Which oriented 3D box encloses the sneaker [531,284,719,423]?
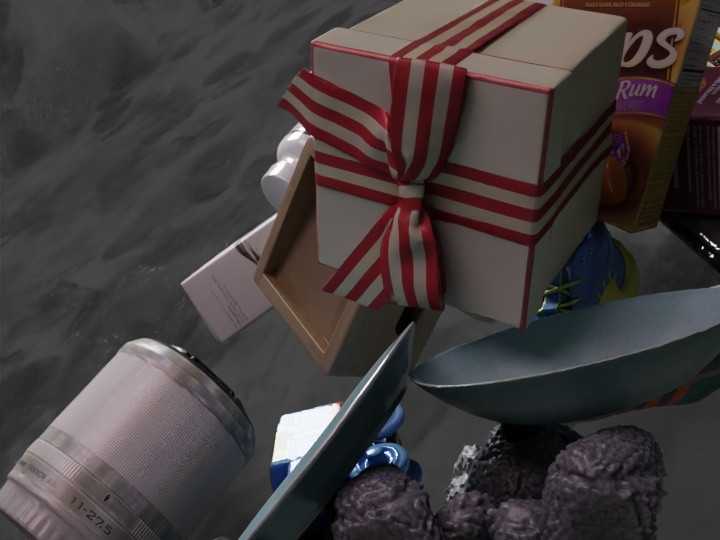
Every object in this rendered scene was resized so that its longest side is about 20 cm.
[{"bbox_3d":[0.193,0.069,0.617,0.198,0.080,0.072,-16,61,17],"label":"sneaker"}]

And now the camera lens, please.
[{"bbox_3d":[-0.204,0.176,0.801,0.159,0.161,0.200,4,47,50],"label":"camera lens"}]

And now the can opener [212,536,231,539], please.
[{"bbox_3d":[-0.054,0.258,0.626,0.078,0.064,0.200,-16,31,-25],"label":"can opener"}]

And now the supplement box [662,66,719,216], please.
[{"bbox_3d":[0.280,-0.109,0.732,0.198,0.087,0.110,10,37,39],"label":"supplement box"}]

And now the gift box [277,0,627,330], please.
[{"bbox_3d":[0.058,-0.079,0.611,0.198,0.187,0.187,12,33,27],"label":"gift box"}]

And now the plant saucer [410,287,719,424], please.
[{"bbox_3d":[0.129,0.053,0.514,0.198,0.039,0.201,-16,2,0],"label":"plant saucer"}]

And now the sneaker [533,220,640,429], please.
[{"bbox_3d":[0.150,0.033,0.693,0.075,0.106,0.201,-5,40,43],"label":"sneaker"}]

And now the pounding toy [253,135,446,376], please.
[{"bbox_3d":[0.000,0.000,0.842,0.184,0.141,0.202,47,121,43],"label":"pounding toy"}]

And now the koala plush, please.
[{"bbox_3d":[0.102,0.159,0.534,0.175,0.186,0.200,-13,12,18],"label":"koala plush"}]

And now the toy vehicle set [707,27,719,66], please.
[{"bbox_3d":[0.342,-0.181,0.895,0.123,0.027,0.201,-30,28,11],"label":"toy vehicle set"}]

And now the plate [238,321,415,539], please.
[{"bbox_3d":[-0.021,0.117,0.544,0.201,0.025,0.200,-51,-4,-5],"label":"plate"}]

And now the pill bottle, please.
[{"bbox_3d":[-0.041,-0.161,1.190,0.110,0.111,0.201,3,46,49],"label":"pill bottle"}]

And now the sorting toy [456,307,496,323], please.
[{"bbox_3d":[0.113,-0.069,0.880,0.200,0.107,0.179,-46,32,-20],"label":"sorting toy"}]

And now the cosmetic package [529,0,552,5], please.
[{"bbox_3d":[0.180,-0.189,0.868,0.112,0.201,0.082,27,68,15],"label":"cosmetic package"}]

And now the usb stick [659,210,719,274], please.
[{"bbox_3d":[0.281,-0.054,0.760,0.055,0.033,0.201,-26,28,4],"label":"usb stick"}]

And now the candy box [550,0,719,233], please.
[{"bbox_3d":[0.194,-0.144,0.679,0.116,0.203,0.056,25,22,35],"label":"candy box"}]

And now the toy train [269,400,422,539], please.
[{"bbox_3d":[-0.012,0.172,0.651,0.113,0.088,0.201,-15,24,7],"label":"toy train"}]

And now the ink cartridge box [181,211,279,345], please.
[{"bbox_3d":[-0.094,-0.015,1.009,0.199,0.085,0.145,-35,6,1],"label":"ink cartridge box"}]
